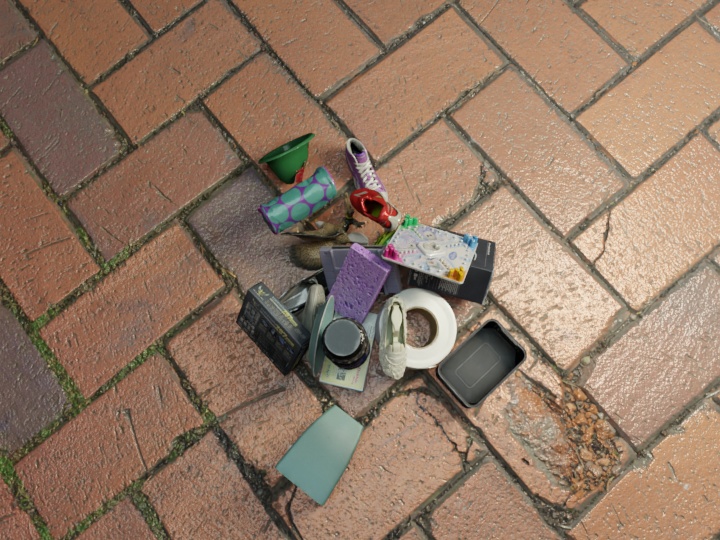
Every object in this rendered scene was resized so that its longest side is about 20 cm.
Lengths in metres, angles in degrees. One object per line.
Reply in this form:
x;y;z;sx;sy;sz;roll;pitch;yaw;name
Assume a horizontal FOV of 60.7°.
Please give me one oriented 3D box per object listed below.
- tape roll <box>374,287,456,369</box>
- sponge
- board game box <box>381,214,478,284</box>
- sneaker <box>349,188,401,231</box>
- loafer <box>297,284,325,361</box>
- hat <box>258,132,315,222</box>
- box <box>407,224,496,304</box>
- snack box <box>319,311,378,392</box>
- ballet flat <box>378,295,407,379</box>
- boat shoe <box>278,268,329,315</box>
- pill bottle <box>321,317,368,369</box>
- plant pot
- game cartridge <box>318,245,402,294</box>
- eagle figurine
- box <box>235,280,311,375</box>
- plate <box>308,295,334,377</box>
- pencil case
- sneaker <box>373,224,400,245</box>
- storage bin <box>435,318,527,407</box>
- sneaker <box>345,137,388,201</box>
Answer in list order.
0.139;0.149;1.552;0.200;0.071;0.204;2;79;-8;tape roll
-0.008;0.038;1.518;0.111;0.201;0.030;35;39;11;sponge
0.172;-0.058;1.476;0.198;0.026;0.200;19;36;11;board game box
0.027;-0.171;1.567;0.200;0.085;0.077;36;99;48;sneaker
-0.135;0.131;1.567;0.069;0.070;0.202;14;100;24;loafer
-0.173;-0.253;1.681;0.200;0.165;0.177;-39;113;-32;hat
0.233;-0.018;1.550;0.198;0.105;0.148;16;34;7;box
-0.028;0.201;1.583;0.115;0.037;0.202;12;78;6;snack box
0.080;0.159;1.474;0.071;0.072;0.202;-1;80;3;ballet flat
-0.135;0.050;1.612;0.199;0.060;0.074;-31;77;-4;boat shoe
-0.035;0.173;1.467;0.111;0.200;0.113;-1;76;3;pill bottle
-0.085;0.437;1.487;0.141;0.142;0.200;35;74;10;plant pot
0.000;0.000;1.538;0.198;0.038;0.131;0;116;23;game cartridge
-0.094;-0.088;1.607;0.200;0.151;0.152;-38;109;-18;eagle figurine
-0.220;0.147;1.546;0.200;0.158;0.051;44;49;12;box
-0.099;0.157;1.494;0.025;0.200;0.202;11;78;6;plate
-0.157;-0.177;1.547;0.199;0.085;0.093;-33;59;-7;pencil case
0.064;-0.032;1.624;0.083;0.074;0.201;35;78;-14;sneaker
0.298;0.233;1.530;0.200;0.094;0.135;-42;78;-6;storage bin
0.011;-0.262;1.650;0.072;0.114;0.201;-30;78;-5;sneaker
